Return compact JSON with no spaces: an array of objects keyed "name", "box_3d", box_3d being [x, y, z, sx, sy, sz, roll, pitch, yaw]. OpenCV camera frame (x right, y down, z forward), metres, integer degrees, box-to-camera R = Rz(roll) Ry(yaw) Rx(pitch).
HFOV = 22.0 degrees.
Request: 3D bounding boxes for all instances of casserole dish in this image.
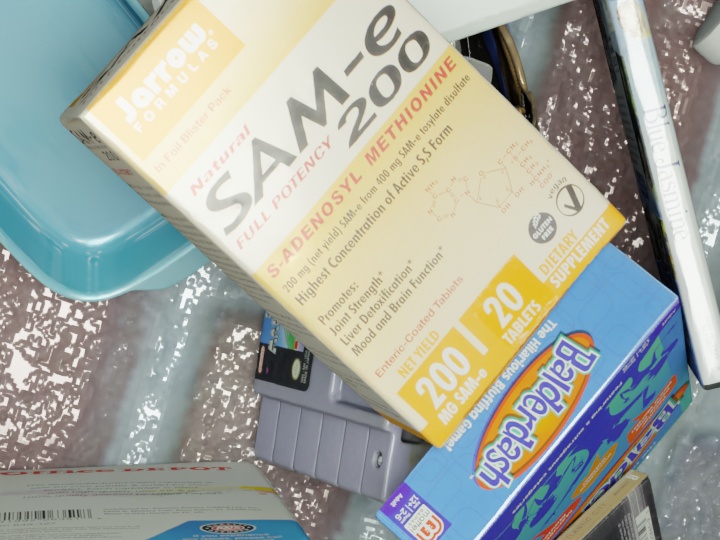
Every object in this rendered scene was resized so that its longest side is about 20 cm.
[{"name":"casserole dish","box_3d":[-0.135,-0.074,0.847,0.121,0.039,0.200,-33,122,7]}]

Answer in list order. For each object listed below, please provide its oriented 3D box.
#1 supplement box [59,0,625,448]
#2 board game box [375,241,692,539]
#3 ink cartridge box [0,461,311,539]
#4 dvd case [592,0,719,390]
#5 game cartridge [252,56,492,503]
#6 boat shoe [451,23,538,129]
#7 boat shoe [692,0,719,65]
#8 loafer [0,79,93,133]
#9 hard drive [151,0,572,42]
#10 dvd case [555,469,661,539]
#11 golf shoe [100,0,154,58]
[{"name":"supplement box","box_3d":[-0.007,-0.041,0.758,0.200,0.073,0.126,42,83,-15]},{"name":"board game box","box_3d":[0.088,0.083,0.851,0.045,0.200,0.152,39,85,19]},{"name":"ink cartridge box","box_3d":[-0.104,0.172,0.821,0.146,0.200,0.146,0,94,-9]},{"name":"dvd case","box_3d":[0.141,-0.051,0.884,0.017,0.143,0.202,-14,94,7]},{"name":"game cartridge","box_3d":[0.000,0.000,0.871,0.038,0.129,0.202,9,90,-36]},{"name":"boat shoe","box_3d":[0.053,-0.060,0.903,0.072,0.072,0.202,-18,95,-8]},{"name":"boat shoe","box_3d":[0.253,-0.166,0.938,0.066,0.072,0.200,45,76,-3]},{"name":"loafer","box_3d":[-0.207,-0.121,0.861,0.199,0.068,0.076,27,87,-10]},{"name":"hard drive","box_3d":[-0.001,-0.156,0.813,0.199,0.026,0.133,-21,111,-20]},{"name":"dvd case","box_3d":[0.085,0.210,0.875,0.200,0.016,0.150,-37,125,-34]},{"name":"golf shoe","box_3d":[-0.082,-0.194,0.877,0.094,0.078,0.202,6,92,-9]}]
